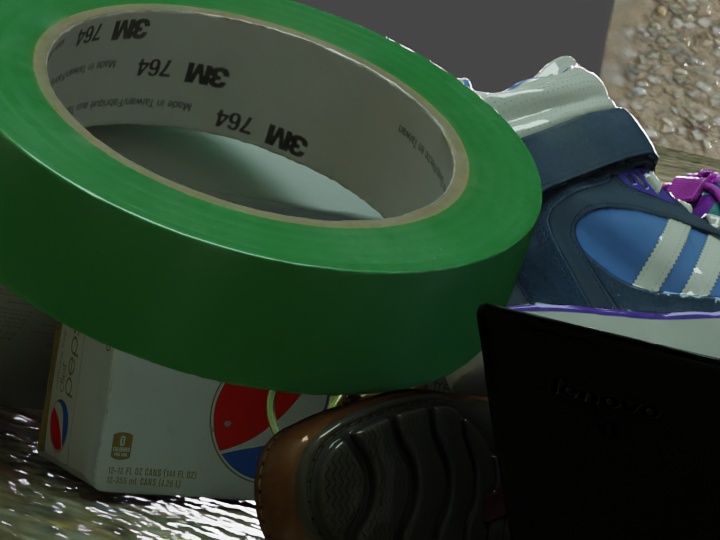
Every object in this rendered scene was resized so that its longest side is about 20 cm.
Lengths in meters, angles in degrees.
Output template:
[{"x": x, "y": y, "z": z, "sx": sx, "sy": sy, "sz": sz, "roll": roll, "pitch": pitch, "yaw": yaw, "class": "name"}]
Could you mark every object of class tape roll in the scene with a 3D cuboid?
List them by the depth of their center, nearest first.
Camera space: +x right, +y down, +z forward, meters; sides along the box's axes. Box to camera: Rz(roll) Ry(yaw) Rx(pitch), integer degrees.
[{"x": -0.041, "y": -0.033, "z": 0.934, "sx": 0.200, "sy": 0.048, "sz": 0.201, "roll": 15, "pitch": 27, "yaw": -8, "class": "tape roll"}]

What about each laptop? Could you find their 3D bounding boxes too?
[{"x": 0.150, "y": 0.081, "z": 0.832, "sx": 0.187, "sy": 0.116, "sz": 0.200, "roll": 14, "pitch": 8, "yaw": 29, "class": "laptop"}]

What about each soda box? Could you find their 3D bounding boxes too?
[{"x": -0.016, "y": 0.050, "z": 1.059, "sx": 0.199, "sy": 0.068, "sz": 0.064, "roll": 6, "pitch": 6, "yaw": -28, "class": "soda box"}]

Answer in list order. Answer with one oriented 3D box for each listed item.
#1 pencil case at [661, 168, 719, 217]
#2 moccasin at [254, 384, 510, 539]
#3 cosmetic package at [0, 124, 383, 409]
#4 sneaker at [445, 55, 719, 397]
[{"x": 0.205, "y": 0.024, "z": 1.200, "sx": 0.200, "sy": 0.093, "sz": 0.085, "roll": 19, "pitch": 2, "yaw": -26, "class": "pencil case"}, {"x": 0.011, "y": 0.067, "z": 0.943, "sx": 0.077, "sy": 0.074, "sz": 0.201, "roll": 2, "pitch": 6, "yaw": 22, "class": "moccasin"}, {"x": -0.086, "y": -0.003, "z": 1.081, "sx": 0.200, "sy": 0.151, "sz": 0.052, "roll": 9, "pitch": 49, "yaw": -33, "class": "cosmetic package"}, {"x": 0.113, "y": -0.017, "z": 1.066, "sx": 0.199, "sy": 0.147, "sz": 0.081, "roll": 5, "pitch": -27, "yaw": -21, "class": "sneaker"}]
